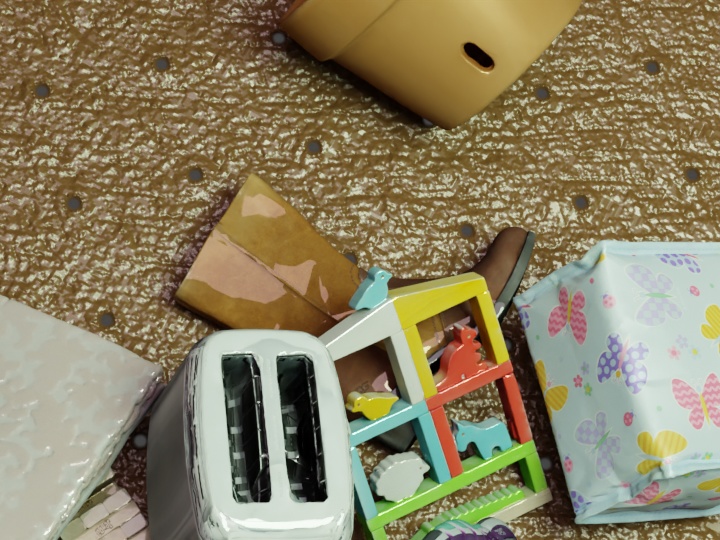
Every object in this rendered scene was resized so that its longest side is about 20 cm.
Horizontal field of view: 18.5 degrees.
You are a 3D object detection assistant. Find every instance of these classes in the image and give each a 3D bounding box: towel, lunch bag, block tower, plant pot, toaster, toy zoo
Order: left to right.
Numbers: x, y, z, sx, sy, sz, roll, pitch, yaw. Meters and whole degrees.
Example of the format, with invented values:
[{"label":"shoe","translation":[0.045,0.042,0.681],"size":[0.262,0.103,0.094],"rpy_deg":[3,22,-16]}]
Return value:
[{"label":"towel","translation":[-0.252,0.103,1.415],"size":[0.191,0.032,0.200],"rpy_deg":[21,52,17]},{"label":"block tower","translation":[-0.142,0.208,1.423],"size":[0.054,0.058,0.200],"rpy_deg":[-33,79,-17]},{"label":"toaster","translation":[-0.068,0.121,1.380],"size":[0.113,0.129,0.201],"rpy_deg":[3,63,-17]},{"label":"toy zoo","translation":[0.041,0.089,1.453],"size":[0.131,0.020,0.201],"rpy_deg":[-23,110,-16]},{"label":"plant pot","translation":[0.060,-0.194,1.539],"size":[0.140,0.200,0.200],"rpy_deg":[45,69,-9]},{"label":"lunch bag","translation":[0.221,0.077,1.487],"size":[0.200,0.127,0.170],"rpy_deg":[-2,67,-36]}]

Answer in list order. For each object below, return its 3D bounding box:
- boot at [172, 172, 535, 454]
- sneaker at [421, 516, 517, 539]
[{"label":"boot","translation":[0.000,0.000,1.522],"size":[0.200,0.068,0.188],"rpy_deg":[36,82,7]},{"label":"sneaker","translation":[0.082,0.204,1.384],"size":[0.087,0.200,0.075],"rpy_deg":[32,105,18]}]
